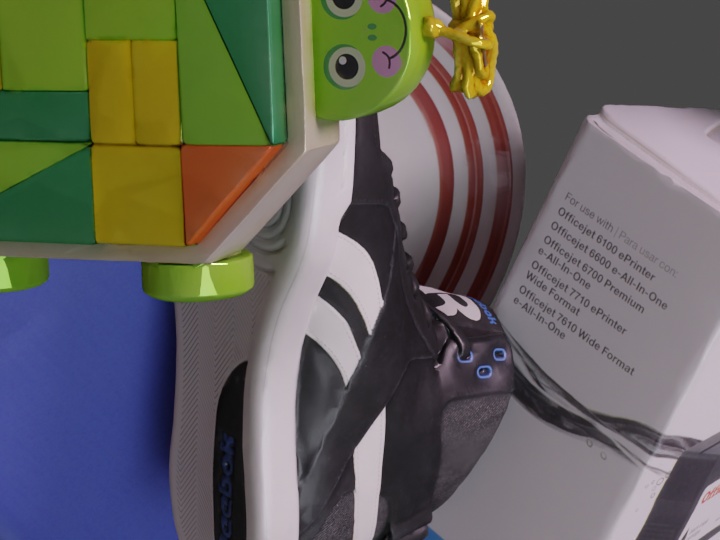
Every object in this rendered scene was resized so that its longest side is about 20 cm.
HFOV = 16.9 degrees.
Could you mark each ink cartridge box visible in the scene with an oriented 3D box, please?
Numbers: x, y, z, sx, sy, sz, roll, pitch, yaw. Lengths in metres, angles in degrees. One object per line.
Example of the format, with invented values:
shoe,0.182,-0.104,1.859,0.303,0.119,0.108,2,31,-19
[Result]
ink cartridge box,0.104,0.050,0.851,0.145,0.084,0.200,-3,124,-51

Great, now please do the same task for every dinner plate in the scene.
dinner plate,-0.039,-0.014,0.812,0.200,0.024,0.200,-11,124,-17

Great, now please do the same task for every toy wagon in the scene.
toy wagon,-0.060,-0.069,0.675,0.040,0.200,0.155,-22,112,-63

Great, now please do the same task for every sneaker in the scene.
sneaker,0.000,0.000,0.763,0.112,0.073,0.200,-14,123,-37

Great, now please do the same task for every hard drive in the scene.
hard drive,-0.073,0.042,0.802,0.132,0.025,0.200,-37,128,2
